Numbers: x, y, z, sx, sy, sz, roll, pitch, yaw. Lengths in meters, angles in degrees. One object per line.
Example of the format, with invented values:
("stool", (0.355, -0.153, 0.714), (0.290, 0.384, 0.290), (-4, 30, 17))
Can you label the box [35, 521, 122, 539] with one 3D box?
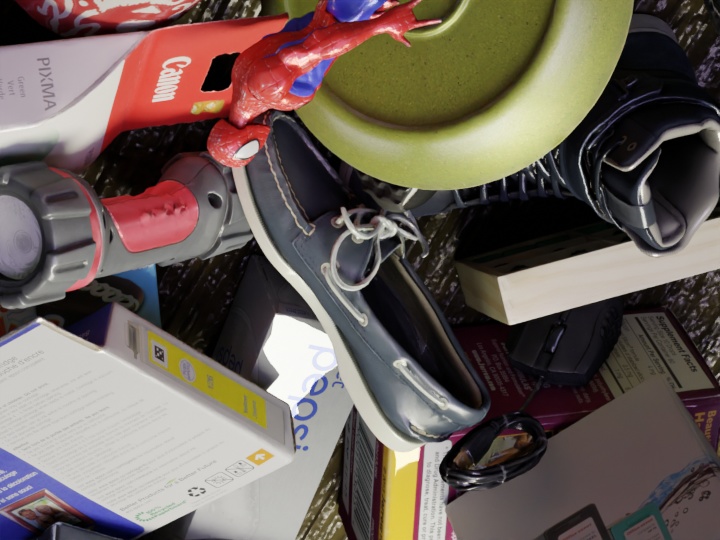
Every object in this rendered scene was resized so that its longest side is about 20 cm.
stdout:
("box", (-0.136, 0.253, 1.327), (0.199, 0.124, 0.198), (20, 141, -28))

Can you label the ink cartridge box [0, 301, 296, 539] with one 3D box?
("ink cartridge box", (-0.171, 0.087, 1.231), (0.197, 0.047, 0.200), (-27, 139, 26))

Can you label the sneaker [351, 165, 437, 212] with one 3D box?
("sneaker", (0.061, -0.123, 1.204), (0.090, 0.070, 0.201), (5, 104, -41))

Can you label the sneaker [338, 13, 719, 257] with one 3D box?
("sneaker", (0.094, -0.054, 1.234), (0.201, 0.146, 0.077), (-23, 127, 0))

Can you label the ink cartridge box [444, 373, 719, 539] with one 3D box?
("ink cartridge box", (0.161, 0.191, 1.251), (0.146, 0.200, 0.147), (-33, 126, 7))

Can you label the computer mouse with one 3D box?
("computer mouse", (0.094, 0.056, 1.291), (0.058, 0.200, 0.034), (15, 126, 18))

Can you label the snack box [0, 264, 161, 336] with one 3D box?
("snack box", (-0.206, 0.044, 1.269), (0.199, 0.037, 0.117), (-10, 125, -11))

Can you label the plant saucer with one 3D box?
("plant saucer", (0.033, -0.139, 1.141), (0.200, 0.200, 0.031), (-51, 161, 17))

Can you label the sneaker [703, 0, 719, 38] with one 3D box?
("sneaker", (0.235, -0.193, 1.234), (0.080, 0.074, 0.201), (-2, 124, -20))

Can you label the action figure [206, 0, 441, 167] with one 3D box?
("action figure", (0.001, -0.125, 1.080), (0.200, 0.065, 0.052), (-46, 110, 1))

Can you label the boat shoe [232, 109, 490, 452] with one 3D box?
("boat shoe", (0.000, 0.000, 1.231), (0.062, 0.075, 0.201), (-25, 93, 36))

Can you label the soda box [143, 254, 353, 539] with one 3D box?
("soda box", (-0.058, 0.095, 1.331), (0.068, 0.064, 0.201), (12, 117, -23))

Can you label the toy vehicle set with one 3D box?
("toy vehicle set", (0.159, -0.014, 1.293), (0.199, 0.124, 0.027), (-15, 96, -8))

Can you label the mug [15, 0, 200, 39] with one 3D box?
("mug", (-0.070, -0.174, 1.058), (0.177, 0.134, 0.200), (22, 157, -18))

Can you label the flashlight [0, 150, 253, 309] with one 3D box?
("flashlight", (-0.116, -0.029, 1.172), (0.067, 0.200, 0.068), (-8, 95, 32))

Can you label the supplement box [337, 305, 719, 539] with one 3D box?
("supplement box", (0.095, 0.107, 1.362), (0.199, 0.103, 0.132), (-5, 123, -14))

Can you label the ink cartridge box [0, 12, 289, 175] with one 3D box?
("ink cartridge box", (-0.140, -0.069, 1.154), (0.199, 0.050, 0.161), (-6, 168, -12))
